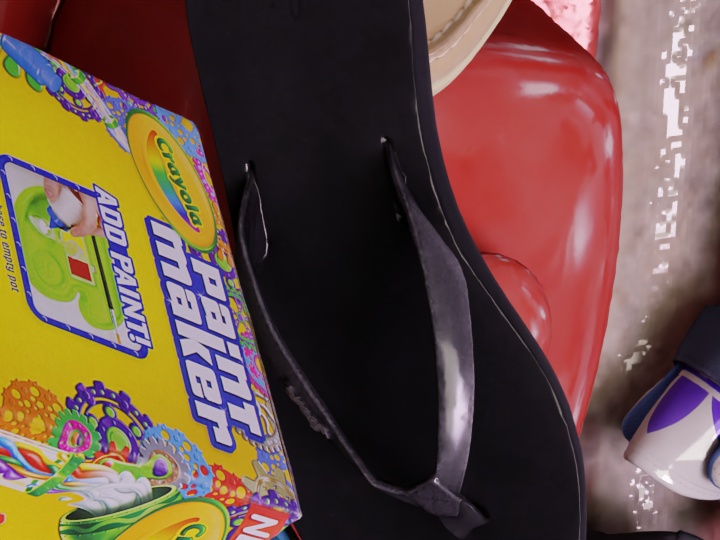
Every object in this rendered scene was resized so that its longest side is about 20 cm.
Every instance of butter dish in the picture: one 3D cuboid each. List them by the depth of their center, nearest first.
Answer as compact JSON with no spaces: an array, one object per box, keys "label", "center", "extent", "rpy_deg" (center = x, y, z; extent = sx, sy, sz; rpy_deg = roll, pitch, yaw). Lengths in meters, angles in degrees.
[{"label":"butter dish","center":[0.000,0.000,0.819],"extent":[0.199,0.148,0.201],"rpy_deg":[1,106,-29]}]

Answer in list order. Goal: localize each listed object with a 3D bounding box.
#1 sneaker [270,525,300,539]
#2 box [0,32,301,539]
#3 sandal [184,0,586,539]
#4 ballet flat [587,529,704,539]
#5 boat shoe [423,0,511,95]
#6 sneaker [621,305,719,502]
[{"label":"sneaker","center":[-0.009,0.134,0.781],"extent":[0.082,0.073,0.200],"rpy_deg":[-42,105,5]},{"label":"box","center":[-0.157,0.036,0.687],"extent":[0.200,0.123,0.192],"rpy_deg":[-39,139,27]},{"label":"sandal","center":[-0.002,0.003,0.731],"extent":[0.076,0.043,0.201],"rpy_deg":[-18,95,15]},{"label":"ballet flat","center":[0.033,0.127,0.909],"extent":[0.199,0.073,0.074],"rpy_deg":[-24,117,-40]},{"label":"boat shoe","center":[0.036,-0.140,0.759],"extent":[0.072,0.065,0.201],"rpy_deg":[25,81,-12]},{"label":"sneaker","center":[0.139,0.005,0.936],"extent":[0.146,0.080,0.201],"rpy_deg":[-34,124,-20]}]
